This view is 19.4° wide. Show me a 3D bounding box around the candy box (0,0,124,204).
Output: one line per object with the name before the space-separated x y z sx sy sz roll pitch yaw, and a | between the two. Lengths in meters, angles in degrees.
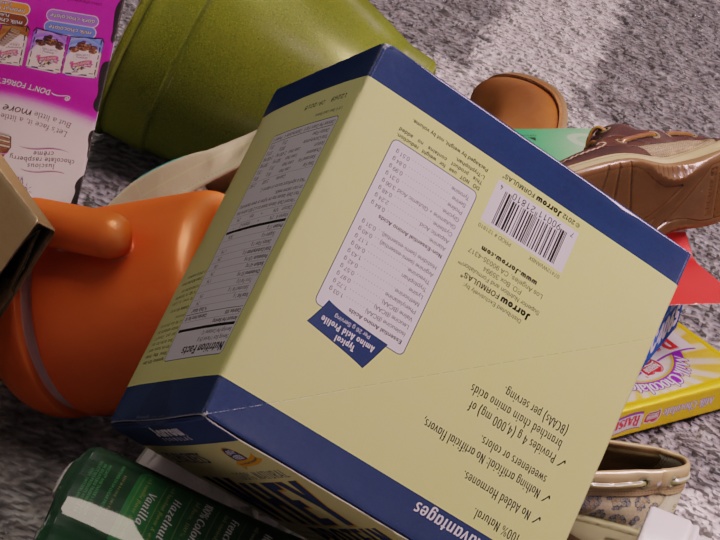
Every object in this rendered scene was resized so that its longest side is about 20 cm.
candy box | -0.231 -0.098 1.270 0.135 0.201 0.061 8 24 -20

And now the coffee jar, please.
coffee jar | -0.060 0.166 1.005 0.198 0.105 0.086 20 36 5

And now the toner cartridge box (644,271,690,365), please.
toner cartridge box | 0.139 0.035 1.357 0.094 0.044 0.200 19 25 18

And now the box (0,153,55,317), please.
box | -0.254 -0.013 1.157 0.021 0.164 0.200 22 19 -43

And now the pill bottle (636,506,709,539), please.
pill bottle | 0.228 0.201 1.101 0.199 0.112 0.111 23 29 10

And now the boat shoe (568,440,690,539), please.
boat shoe | 0.095 0.108 1.211 0.199 0.063 0.073 17 22 -24

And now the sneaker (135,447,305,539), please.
sneaker | -0.059 0.117 1.131 0.080 0.071 0.200 35 32 24

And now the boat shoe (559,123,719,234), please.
boat shoe | 0.174 -0.060 1.385 0.199 0.073 0.072 -15 33 -34

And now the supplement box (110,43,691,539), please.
supplement box | 0.020 0.034 1.040 0.199 0.201 0.134 32 -17 -19

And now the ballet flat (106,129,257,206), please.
ballet flat | -0.072 -0.044 1.258 0.070 0.199 0.070 54 18 -27

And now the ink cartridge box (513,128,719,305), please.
ink cartridge box | 0.147 -0.039 1.416 0.160 0.051 0.200 -1 25 -26

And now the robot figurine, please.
robot figurine | -0.125 0.019 1.156 0.198 0.118 0.144 -9 -6 24

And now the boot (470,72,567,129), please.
boot | 0.090 -0.090 1.580 0.153 0.074 0.200 -4 33 -28

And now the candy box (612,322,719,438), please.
candy box | 0.158 0.068 1.384 0.199 0.027 0.102 -10 39 -41

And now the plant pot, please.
plant pot | -0.058 -0.136 1.477 0.192 0.201 0.201 31 29 0
